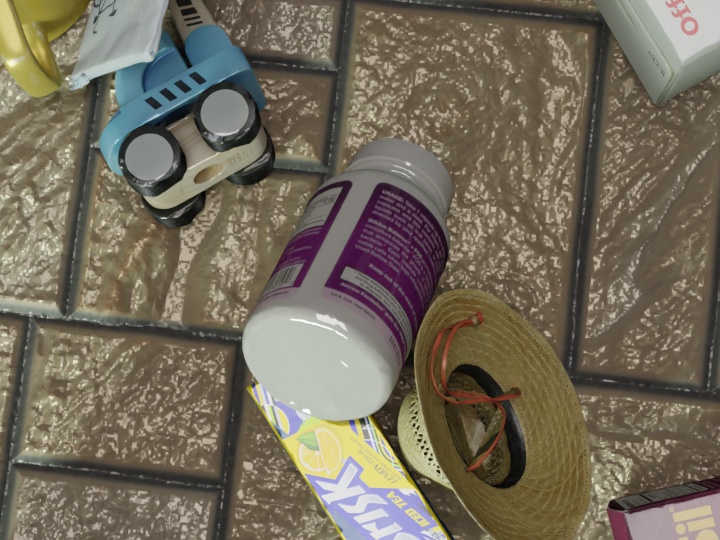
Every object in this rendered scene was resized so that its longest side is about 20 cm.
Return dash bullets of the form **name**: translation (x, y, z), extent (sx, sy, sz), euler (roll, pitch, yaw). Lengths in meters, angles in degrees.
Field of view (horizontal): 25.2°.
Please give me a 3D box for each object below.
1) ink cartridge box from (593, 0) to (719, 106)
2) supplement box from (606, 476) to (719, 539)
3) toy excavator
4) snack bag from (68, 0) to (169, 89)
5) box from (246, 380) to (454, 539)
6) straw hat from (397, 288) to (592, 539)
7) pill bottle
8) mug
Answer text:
- **ink cartridge box**: translation (0.272, -0.241, 1.179), extent (0.199, 0.145, 0.146), euler (-29, 83, -1)
- **supplement box**: translation (0.290, 0.208, 1.145), extent (0.198, 0.103, 0.132), euler (-14, 84, 2)
- **toy excavator**: translation (-0.127, -0.165, 1.225), extent (0.194, 0.100, 0.201), euler (-30, 74, -2)
- **snack bag**: translation (-0.155, -0.235, 1.192), extent (0.021, 0.188, 0.202), euler (19, 81, -26)
- **box**: translation (-0.001, 0.153, 1.188), extent (0.070, 0.064, 0.201), euler (-33, 83, -1)
- **straw hat**: translation (0.076, 0.117, 1.167), extent (0.085, 0.200, 0.203), euler (-24, 81, 37)
- **pill bottle**: translation (0.000, 0.000, 1.147), extent (0.112, 0.113, 0.201), euler (21, 49, 5)
- **mug**: translation (-0.269, -0.245, 1.206), extent (0.186, 0.153, 0.150), euler (38, 86, 7)
